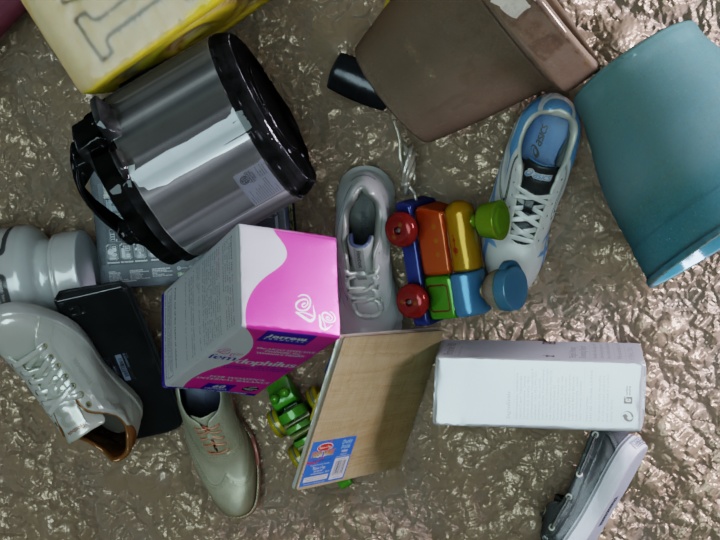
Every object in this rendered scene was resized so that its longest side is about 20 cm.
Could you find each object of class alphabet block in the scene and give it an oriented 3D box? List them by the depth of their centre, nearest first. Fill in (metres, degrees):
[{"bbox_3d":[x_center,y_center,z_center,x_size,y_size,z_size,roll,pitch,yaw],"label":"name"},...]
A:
[{"bbox_3d":[-0.212,-0.300,1.469,0.196,0.195,0.200,-32,91,12],"label":"alphabet block"}]

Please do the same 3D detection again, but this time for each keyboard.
[{"bbox_3d":[-0.261,0.097,1.568,0.127,0.021,0.200,-12,127,4],"label":"keyboard"}]

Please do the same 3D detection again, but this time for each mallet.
[{"bbox_3d":[0.021,-0.260,1.523,0.066,0.041,0.201,15,95,2],"label":"mallet"}]

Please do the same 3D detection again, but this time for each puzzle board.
[{"bbox_3d":[0.007,0.128,1.501,0.017,0.200,0.151,23,101,28],"label":"puzzle board"}]

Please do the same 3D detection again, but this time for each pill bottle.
[{"bbox_3d":[-0.366,0.015,1.572,0.199,0.111,0.111,-9,96,9],"label":"pill bottle"}]

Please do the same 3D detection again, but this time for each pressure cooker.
[{"bbox_3d":[-0.163,-0.105,1.443,0.200,0.179,0.176,-30,96,9],"label":"pressure cooker"}]

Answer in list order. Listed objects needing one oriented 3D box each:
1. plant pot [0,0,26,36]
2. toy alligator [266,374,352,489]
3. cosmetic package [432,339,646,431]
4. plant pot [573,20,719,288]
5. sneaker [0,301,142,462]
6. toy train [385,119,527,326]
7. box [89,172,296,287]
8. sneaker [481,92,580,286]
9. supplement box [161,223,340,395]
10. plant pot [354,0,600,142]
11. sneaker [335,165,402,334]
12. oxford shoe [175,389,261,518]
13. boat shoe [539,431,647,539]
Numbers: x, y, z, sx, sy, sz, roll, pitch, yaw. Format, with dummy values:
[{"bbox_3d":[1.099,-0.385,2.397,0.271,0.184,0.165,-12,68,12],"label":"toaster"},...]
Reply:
[{"bbox_3d":[-0.422,-0.267,1.511,0.179,0.200,0.200,-35,92,-5],"label":"plant pot"},{"bbox_3d":[-0.069,0.139,1.578,0.059,0.054,0.200,-31,93,10],"label":"toy alligator"},{"bbox_3d":[0.173,0.109,1.520,0.199,0.102,0.074,2,97,6],"label":"cosmetic package"},{"bbox_3d":[0.298,-0.116,1.434,0.200,0.200,0.188,-34,80,11],"label":"plant pot"},{"bbox_3d":[-0.283,0.110,1.512,0.073,0.085,0.200,-33,122,21],"label":"sneaker"},{"bbox_3d":[0.091,-0.051,1.497,0.115,0.085,0.201,-4,98,34],"label":"toy train"},{"bbox_3d":[-0.167,-0.067,1.565,0.199,0.051,0.158,-5,97,9],"label":"box"},{"bbox_3d":[0.162,-0.073,1.510,0.072,0.072,0.201,14,101,4],"label":"sneaker"},{"bbox_3d":[-0.106,0.041,1.467,0.101,0.200,0.104,7,66,-25],"label":"supplement box"},{"bbox_3d":[0.095,-0.211,1.437,0.174,0.200,0.200,-38,91,13],"label":"plant pot"},{"bbox_3d":[0.000,0.000,1.534,0.074,0.087,0.201,-4,98,6],"label":"sneaker"},{"bbox_3d":[-0.153,0.162,1.582,0.071,0.074,0.201,-16,95,10],"label":"oxford shoe"},{"bbox_3d":[0.213,0.241,1.555,0.057,0.069,0.200,33,100,21],"label":"boat shoe"}]
